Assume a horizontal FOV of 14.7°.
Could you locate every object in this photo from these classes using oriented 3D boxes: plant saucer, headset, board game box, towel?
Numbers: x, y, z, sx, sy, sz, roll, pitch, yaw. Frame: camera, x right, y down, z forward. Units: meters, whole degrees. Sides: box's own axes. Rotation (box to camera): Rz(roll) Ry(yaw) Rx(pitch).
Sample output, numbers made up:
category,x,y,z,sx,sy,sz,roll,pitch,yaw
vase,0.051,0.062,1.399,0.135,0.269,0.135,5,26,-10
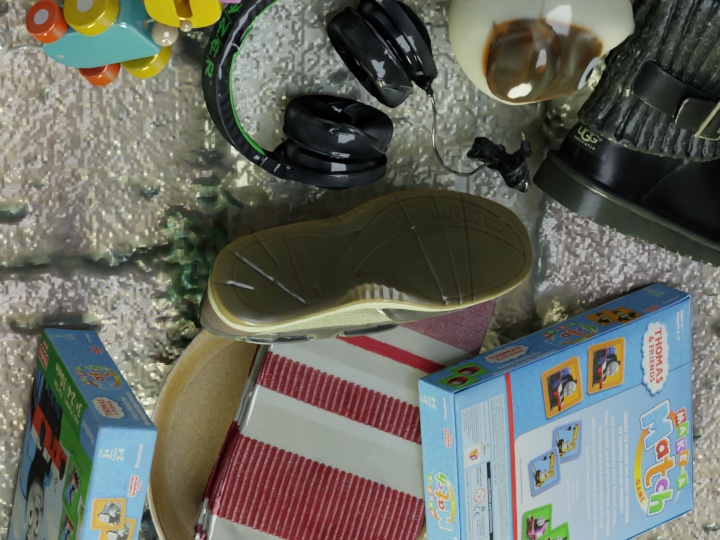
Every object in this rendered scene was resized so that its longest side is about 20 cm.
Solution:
category,x,y,z,sx,sy,sz,roll,pitch,yaw
plant saucer,-0.043,0.109,1.661,0.200,0.035,0.201,-2,94,-27
headset,0.007,-0.096,1.591,0.200,0.094,0.124,23,101,-33
board game box,0.124,0.108,1.709,0.200,0.037,0.152,-19,117,-34
towel,-0.009,0.088,1.646,0.144,0.023,0.200,22,85,-30
board game box,-0.165,0.153,1.581,0.037,0.151,0.200,4,108,-20

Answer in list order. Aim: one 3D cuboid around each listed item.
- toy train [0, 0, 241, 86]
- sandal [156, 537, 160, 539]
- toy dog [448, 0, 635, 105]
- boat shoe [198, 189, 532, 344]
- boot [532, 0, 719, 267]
category,x,y,z,sx,sy,sz,roll,pitch,yaw
toy train,-0.145,-0.165,1.486,0.150,0.200,0.056,13,66,-20
sandal,-0.102,0.201,1.687,0.203,0.050,0.082,-48,118,2
toy dog,0.079,-0.189,1.536,0.194,0.140,0.200,-23,100,-4
boat shoe,0.000,0.001,1.592,0.200,0.066,0.072,-10,78,-26
boot,0.205,-0.090,1.641,0.211,0.079,0.158,14,107,-54
